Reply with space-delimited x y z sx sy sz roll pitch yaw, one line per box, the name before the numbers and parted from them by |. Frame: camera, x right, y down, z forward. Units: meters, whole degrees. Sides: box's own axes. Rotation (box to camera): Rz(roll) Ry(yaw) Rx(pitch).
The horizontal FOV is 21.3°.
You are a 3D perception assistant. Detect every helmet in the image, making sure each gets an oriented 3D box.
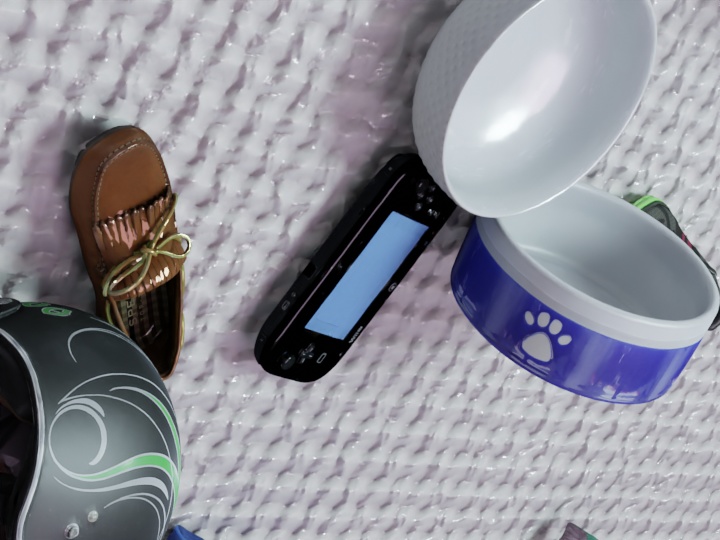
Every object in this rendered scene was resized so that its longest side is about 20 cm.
helmet | -0.206 0.122 1.226 0.201 0.200 0.190 -52 152 8

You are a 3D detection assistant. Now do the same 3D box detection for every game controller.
game controller | 0.000 0.000 1.437 0.201 0.042 0.104 -52 143 9

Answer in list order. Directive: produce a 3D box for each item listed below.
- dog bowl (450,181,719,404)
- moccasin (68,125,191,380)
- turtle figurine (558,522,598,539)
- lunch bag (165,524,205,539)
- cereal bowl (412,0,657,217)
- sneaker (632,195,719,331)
dog bowl | 0.172 0.011 1.484 0.199 0.200 0.079 -3 129 -43
moccasin | -0.147 -0.008 1.254 0.073 0.078 0.203 -22 137 -29
turtle figurine | 0.164 0.344 1.871 0.201 0.100 0.150 -53 -178 -12
lunch bag | -0.106 0.301 1.536 0.132 0.136 0.200 -45 144 0
cereal bowl | 0.114 -0.142 1.380 0.199 0.083 0.201 -26 139 -25
sneaker | 0.271 -0.003 1.665 0.077 0.084 0.200 -51 144 7
